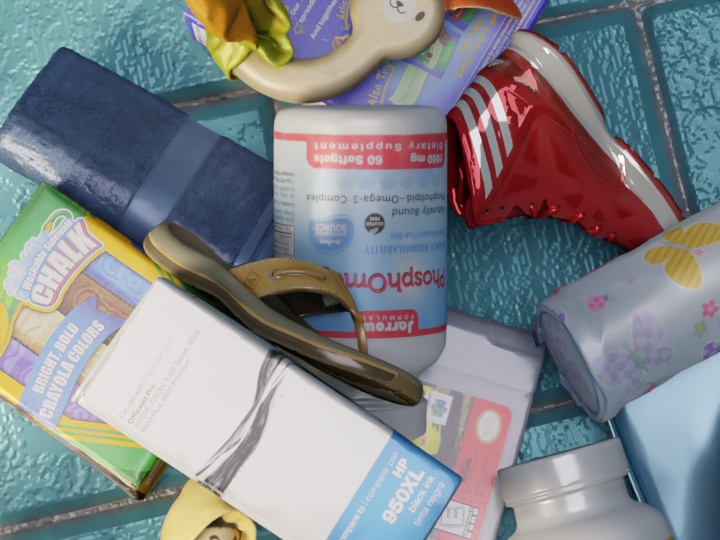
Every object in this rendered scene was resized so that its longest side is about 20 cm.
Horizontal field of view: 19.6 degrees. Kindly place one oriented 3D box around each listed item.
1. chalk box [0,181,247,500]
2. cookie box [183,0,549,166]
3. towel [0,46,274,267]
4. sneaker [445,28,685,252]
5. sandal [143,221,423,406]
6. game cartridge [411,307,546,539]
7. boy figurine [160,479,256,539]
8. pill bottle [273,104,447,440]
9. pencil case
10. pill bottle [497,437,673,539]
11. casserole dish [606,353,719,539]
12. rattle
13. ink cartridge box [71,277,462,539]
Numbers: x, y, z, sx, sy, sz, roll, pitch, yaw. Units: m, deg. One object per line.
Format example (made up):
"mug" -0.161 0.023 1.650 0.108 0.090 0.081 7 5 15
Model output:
"chalk box" -0.183 0.034 1.302 0.199 0.124 0.124 36 81 2
"cookie box" 0.011 -0.180 1.372 0.199 0.075 0.172 32 82 2
"towel" -0.131 -0.057 1.336 0.199 0.049 0.112 31 41 0
"sneaker" 0.122 -0.045 1.337 0.115 0.078 0.200 -42 107 -9
"sandal" -0.043 0.014 1.208 0.199 0.080 0.054 33 90 29
"game cartridge" 0.033 0.120 1.344 0.132 0.041 0.202 15 80 4
"boy figurine" -0.109 0.230 1.291 0.124 0.064 0.202 20 85 -36
"pill bottle" 0.000 0.000 1.279 0.108 0.109 0.202 -1 96 -3
"pencil case" 0.209 0.016 1.305 0.199 0.091 0.083 -29 43 -7
"pill bottle" 0.148 0.211 1.290 0.111 0.112 0.202 -15 85 -5
"casserole dish" 0.227 0.117 1.352 0.120 0.039 0.201 -20 83 -6
"rattle" -0.002 -0.180 1.267 0.198 0.143 0.131 1 65 5
"ink cartridge box" -0.053 0.090 1.166 0.199 0.145 0.085 34 87 -4
